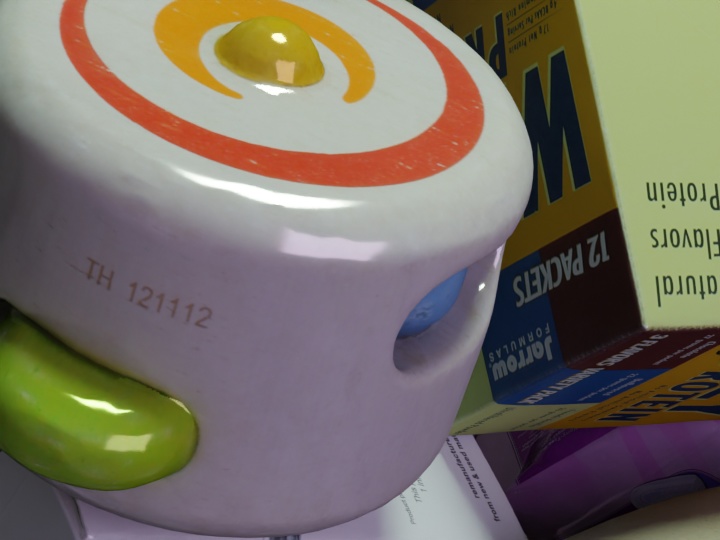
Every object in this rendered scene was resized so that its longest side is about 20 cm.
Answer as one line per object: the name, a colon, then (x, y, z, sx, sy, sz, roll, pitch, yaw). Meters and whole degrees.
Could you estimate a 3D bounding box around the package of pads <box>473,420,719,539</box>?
package of pads: (0.145, 0.115, 1.110, 0.120, 0.076, 0.200, -32, 120, 12)

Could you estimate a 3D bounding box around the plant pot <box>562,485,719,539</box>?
plant pot: (0.157, 0.153, 0.968, 0.200, 0.187, 0.188, -28, 112, -50)

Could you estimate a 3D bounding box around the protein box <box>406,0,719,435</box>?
protein box: (0.123, -0.054, 0.964, 0.198, 0.135, 0.201, 0, 72, -33)

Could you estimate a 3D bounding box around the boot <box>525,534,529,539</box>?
boot: (0.034, 0.176, 1.059, 0.107, 0.075, 0.201, -25, 108, -26)

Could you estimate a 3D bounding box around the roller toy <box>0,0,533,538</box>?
roller toy: (-0.043, -0.021, 0.823, 0.182, 0.200, 0.140, 2, 125, -24)

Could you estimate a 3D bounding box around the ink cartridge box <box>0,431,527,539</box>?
ink cartridge box: (-0.062, 0.113, 0.922, 0.199, 0.083, 0.147, 6, 132, -38)
